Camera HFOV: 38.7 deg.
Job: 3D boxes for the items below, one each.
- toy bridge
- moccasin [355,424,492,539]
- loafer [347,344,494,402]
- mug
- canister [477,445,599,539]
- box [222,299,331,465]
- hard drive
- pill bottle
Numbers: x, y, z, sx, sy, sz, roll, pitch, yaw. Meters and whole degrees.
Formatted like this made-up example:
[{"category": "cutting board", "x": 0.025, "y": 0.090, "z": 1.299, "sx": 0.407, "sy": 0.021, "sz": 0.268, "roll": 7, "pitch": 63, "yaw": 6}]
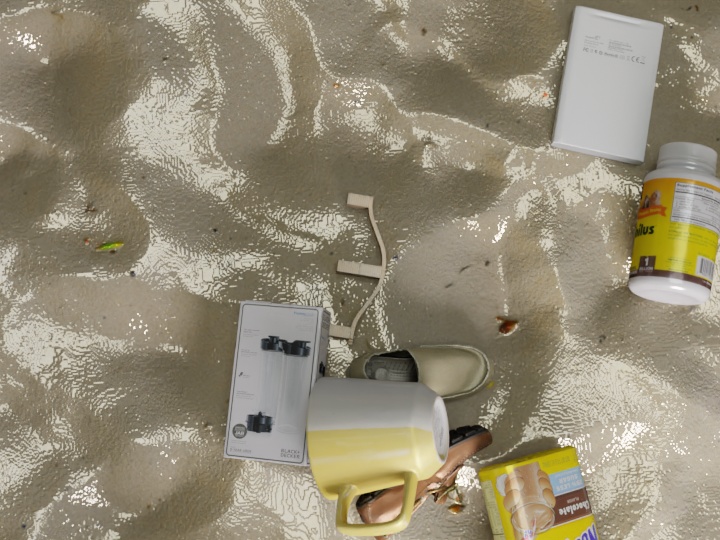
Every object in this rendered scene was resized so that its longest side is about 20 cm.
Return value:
[{"category": "toy bridge", "x": 0.000, "y": 0.000, "z": 1.381, "sx": 0.066, "sy": 0.027, "sz": 0.204, "roll": 8, "pitch": 82, "yaw": -2}, {"category": "moccasin", "x": 0.090, "y": 0.274, "z": 1.323, "sx": 0.200, "sy": 0.074, "sz": 0.078, "roll": -37, "pitch": 94, "yaw": -11}, {"category": "loafer", "x": 0.082, "y": 0.137, "z": 1.344, "sx": 0.196, "sy": 0.068, "sz": 0.077, "roll": -5, "pitch": 82, "yaw": -4}, {"category": "mug", "x": 0.030, "y": 0.220, "z": 1.267, "sx": 0.150, "sy": 0.149, "sz": 0.191, "roll": -7, "pitch": 85, "yaw": 17}, {"category": "canister", "x": 0.235, "y": 0.336, "z": 1.297, "sx": 0.146, "sy": 0.086, "sz": 0.204, "roll": -7, "pitch": 78, "yaw": -31}, {"category": "box", "x": -0.106, "y": 0.145, "z": 1.325, "sx": 0.114, "sy": 0.060, "sz": 0.204, "roll": 3, "pitch": 81, "yaw": 12}, {"category": "hard drive", "x": 0.347, "y": -0.261, "z": 1.439, "sx": 0.129, "sy": 0.026, "sz": 0.204, "roll": 11, "pitch": 81, "yaw": -1}, {"category": "pill bottle", "x": 0.426, "y": -0.063, "z": 1.372, "sx": 0.107, "sy": 0.109, "sz": 0.204, "roll": 12, "pitch": 81, "yaw": -1}]
